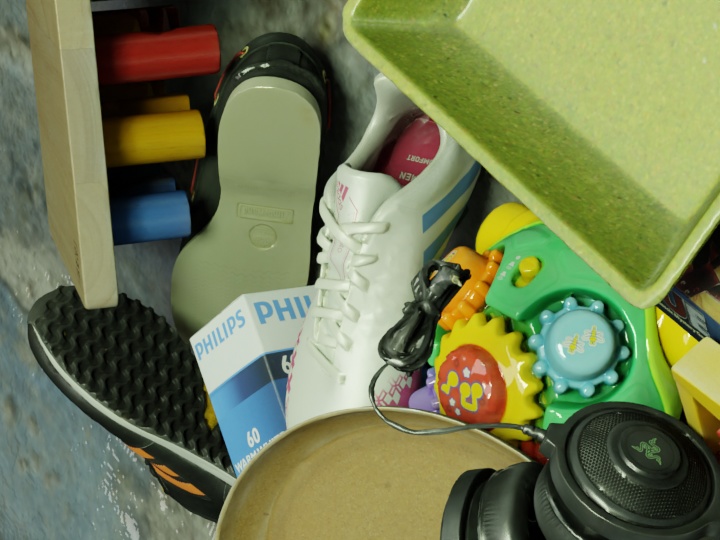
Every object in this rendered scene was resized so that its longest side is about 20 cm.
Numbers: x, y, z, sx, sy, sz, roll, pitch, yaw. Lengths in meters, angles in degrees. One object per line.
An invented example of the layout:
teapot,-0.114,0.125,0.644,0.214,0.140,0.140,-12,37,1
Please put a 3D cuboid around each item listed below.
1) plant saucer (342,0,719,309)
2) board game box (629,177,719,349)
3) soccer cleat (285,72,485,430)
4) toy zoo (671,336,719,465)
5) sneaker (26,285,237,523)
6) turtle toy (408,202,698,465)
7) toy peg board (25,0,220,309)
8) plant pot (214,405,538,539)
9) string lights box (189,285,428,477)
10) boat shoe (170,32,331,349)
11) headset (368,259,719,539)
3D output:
plant saucer,0.110,-0.118,0.692,0.200,0.048,0.200,46,111,35
board game box,0.201,0.003,0.672,0.200,0.135,0.035,43,167,36
soccer cleat,0.000,0.000,0.871,0.069,0.086,0.201,9,73,29
toy zoo,0.176,0.102,0.691,0.131,0.020,0.200,44,168,37
sneaker,-0.106,0.091,1.019,0.199,0.070,0.090,33,138,-3
turtle toy,0.078,0.067,0.835,0.145,0.101,0.201,28,118,44
toy peg board,-0.124,-0.103,1.017,0.200,0.097,0.201,-138,42,-71
plant pot,0.029,0.147,0.813,0.199,0.027,0.201,9,113,21
string lights box,-0.002,0.109,0.934,0.059,0.102,0.201,-37,68,47
boat shoe,-0.058,-0.036,1.014,0.063,0.073,0.202,-84,7,-51
headset,0.082,0.086,0.719,0.200,0.094,0.123,44,130,-15
